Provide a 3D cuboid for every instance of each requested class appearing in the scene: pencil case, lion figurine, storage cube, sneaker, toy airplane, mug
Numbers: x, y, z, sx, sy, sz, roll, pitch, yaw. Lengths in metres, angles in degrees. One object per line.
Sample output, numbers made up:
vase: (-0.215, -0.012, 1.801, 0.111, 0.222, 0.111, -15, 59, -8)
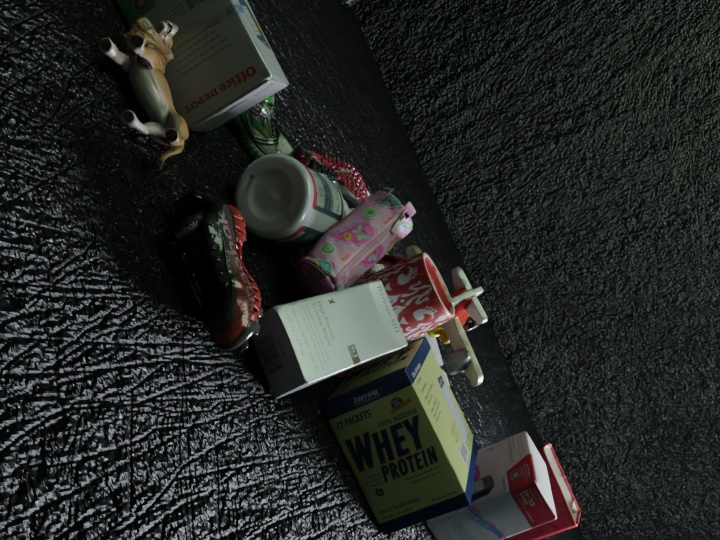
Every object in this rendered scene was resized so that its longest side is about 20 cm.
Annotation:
pencil case: (-0.004, -0.039, 0.953, 0.200, 0.087, 0.088, -42, 111, -29)
lion figurine: (-0.245, -0.210, 0.763, 0.122, 0.072, 0.201, -27, 106, -87)
storage cube: (0.376, 0.508, 1.449, 0.200, 0.179, 0.172, 24, 42, -66)
sneaker: (-0.163, -0.244, 1.032, 0.200, 0.085, 0.078, 49, 21, -46)
sneaker: (-0.162, -0.006, 0.686, 0.098, 0.071, 0.201, 44, 23, -52)
sneaker: (-0.057, -0.154, 1.106, 0.200, 0.075, 0.081, 29, 41, -43)
toy airplane: (0.136, 0.077, 1.085, 0.200, 0.141, 0.200, -120, -172, -58)
mug: (0.023, 0.043, 0.974, 0.178, 0.199, 0.133, 67, 16, 10)

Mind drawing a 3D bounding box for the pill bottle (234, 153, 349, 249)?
pill bottle: (-0.091, -0.095, 0.967, 0.120, 0.119, 0.200, 68, 15, 12)

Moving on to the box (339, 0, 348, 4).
box: (-0.080, -1.390, 3.125, 0.164, 0.086, 0.200, 61, 15, -12)

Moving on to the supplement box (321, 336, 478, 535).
supplement box: (0.067, 0.232, 0.944, 0.201, 0.134, 0.200, 64, 15, -1)

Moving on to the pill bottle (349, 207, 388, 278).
pill bottle: (0.000, 0.000, 1.114, 0.112, 0.112, 0.201, 10, 64, -71)

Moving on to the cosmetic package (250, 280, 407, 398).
cosmetic package: (-0.037, 0.083, 0.818, 0.200, 0.074, 0.102, -15, 78, -48)

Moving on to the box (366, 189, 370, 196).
box: (-0.013, -0.090, 1.234, 0.041, 0.119, 0.200, 23, -18, 41)

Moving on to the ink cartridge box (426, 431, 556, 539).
ink cartridge box: (0.217, 0.379, 1.086, 0.086, 0.199, 0.148, 59, 16, -14)

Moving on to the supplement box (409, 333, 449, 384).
supplement box: (0.084, 0.137, 1.217, 0.103, 0.101, 0.201, 46, 23, -48)

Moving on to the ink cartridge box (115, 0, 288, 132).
ink cartridge box: (-0.210, -0.308, 0.860, 0.201, 0.145, 0.088, 62, 14, -3)
